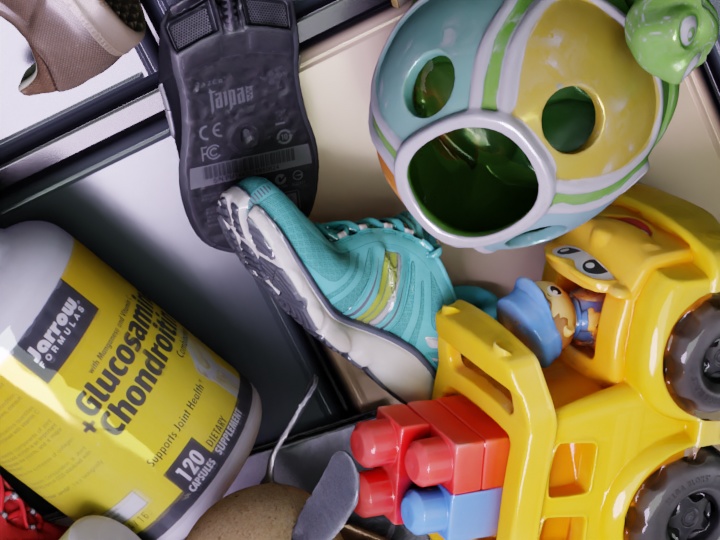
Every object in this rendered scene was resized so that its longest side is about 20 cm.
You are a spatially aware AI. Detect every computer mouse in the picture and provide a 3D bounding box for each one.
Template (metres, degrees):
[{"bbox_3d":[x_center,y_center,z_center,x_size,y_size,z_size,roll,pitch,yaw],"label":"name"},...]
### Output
[{"bbox_3d":[-0.039,-0.112,1.165,0.139,0.046,0.201,-18,122,-10],"label":"computer mouse"}]

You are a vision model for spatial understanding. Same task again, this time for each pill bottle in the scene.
[{"bbox_3d":[-0.154,0.047,1.180,0.200,0.112,0.112,40,102,-19],"label":"pill bottle"}]

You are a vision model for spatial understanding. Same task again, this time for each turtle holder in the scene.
[{"bbox_3d":[0.090,-0.077,1.121,0.184,0.132,0.142,1,124,24],"label":"turtle holder"}]

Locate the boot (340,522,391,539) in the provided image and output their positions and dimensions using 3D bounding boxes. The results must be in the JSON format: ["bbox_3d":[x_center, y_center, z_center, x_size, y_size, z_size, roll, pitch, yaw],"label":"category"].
[{"bbox_3d":[-0.075,0.197,1.246,0.198,0.077,0.156,16,111,-14],"label":"boot"}]

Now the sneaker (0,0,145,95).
[{"bbox_3d":[-0.190,-0.168,1.118,0.075,0.071,0.200,-33,107,18],"label":"sneaker"}]

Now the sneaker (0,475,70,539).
[{"bbox_3d":[-0.206,0.124,1.221,0.198,0.077,0.086,15,100,-4],"label":"sneaker"}]

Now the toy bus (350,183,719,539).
[{"bbox_3d":[0.089,0.066,1.177,0.190,0.136,0.202,-2,111,-26],"label":"toy bus"}]

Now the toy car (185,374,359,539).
[{"bbox_3d":[-0.028,0.158,1.120,0.156,0.164,0.202,5,110,-19],"label":"toy car"}]

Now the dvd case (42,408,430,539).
[{"bbox_3d":[-0.058,0.170,1.290,0.198,0.016,0.150,-17,112,1],"label":"dvd case"}]

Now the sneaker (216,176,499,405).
[{"bbox_3d":[0.000,0.000,1.185,0.080,0.077,0.200,-51,136,2],"label":"sneaker"}]

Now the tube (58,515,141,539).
[{"bbox_3d":[-0.173,0.203,1.183,0.052,0.058,0.200,2,139,-46],"label":"tube"}]
